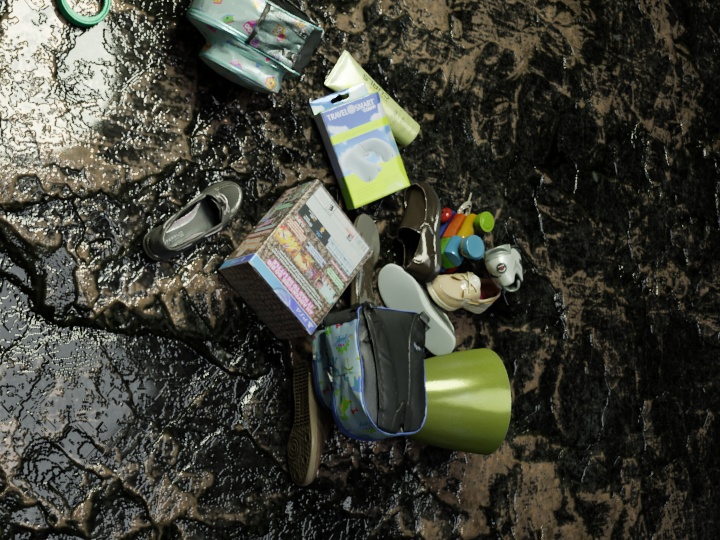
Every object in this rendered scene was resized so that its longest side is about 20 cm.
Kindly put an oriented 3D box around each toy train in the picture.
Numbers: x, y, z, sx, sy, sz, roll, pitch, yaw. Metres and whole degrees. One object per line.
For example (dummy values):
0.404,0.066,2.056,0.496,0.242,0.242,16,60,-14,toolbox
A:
0.209,-0.091,1.717,0.085,0.115,0.201,46,58,-24,toy train

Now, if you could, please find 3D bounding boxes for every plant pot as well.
0.133,0.228,1.581,0.197,0.187,0.190,4,80,-22,plant pot

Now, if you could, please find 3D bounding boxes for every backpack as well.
0.019,0.170,1.439,0.182,0.146,0.203,11,67,-45,backpack
-0.178,-0.372,1.409,0.199,0.176,0.154,35,93,-17,backpack

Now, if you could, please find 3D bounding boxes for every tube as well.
0.024,-0.307,1.646,0.199,0.052,0.058,39,32,-23,tube

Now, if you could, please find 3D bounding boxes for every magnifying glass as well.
-0.404,-0.459,1.337,0.079,0.022,0.203,14,76,-37,magnifying glass

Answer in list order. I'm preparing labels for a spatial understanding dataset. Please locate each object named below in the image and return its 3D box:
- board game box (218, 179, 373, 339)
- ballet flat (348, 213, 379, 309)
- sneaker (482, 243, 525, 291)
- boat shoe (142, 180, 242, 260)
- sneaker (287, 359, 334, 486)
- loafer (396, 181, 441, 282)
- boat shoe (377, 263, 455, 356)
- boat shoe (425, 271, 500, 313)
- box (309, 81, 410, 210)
-0.102,-0.018,1.463,0.160,0.096,0.201,51,56,-21,board game box
0.000,0.000,1.584,0.067,0.046,0.203,12,71,-41,ballet flat
0.281,0.000,1.747,0.090,0.073,0.200,70,18,4,sneaker
-0.244,-0.078,1.381,0.200,0.057,0.067,-41,108,-36,boat shoe
-0.069,0.248,1.465,0.075,0.070,0.203,11,77,-38,sneaker
0.104,-0.079,1.637,0.071,0.073,0.203,14,56,-32,loafer
0.103,0.068,1.645,0.201,0.070,0.064,53,22,-10,boat shoe
0.197,0.033,1.690,0.199,0.069,0.074,9,52,-53,boat shoe
0.000,-0.223,1.593,0.121,0.048,0.203,-23,99,-20,box
